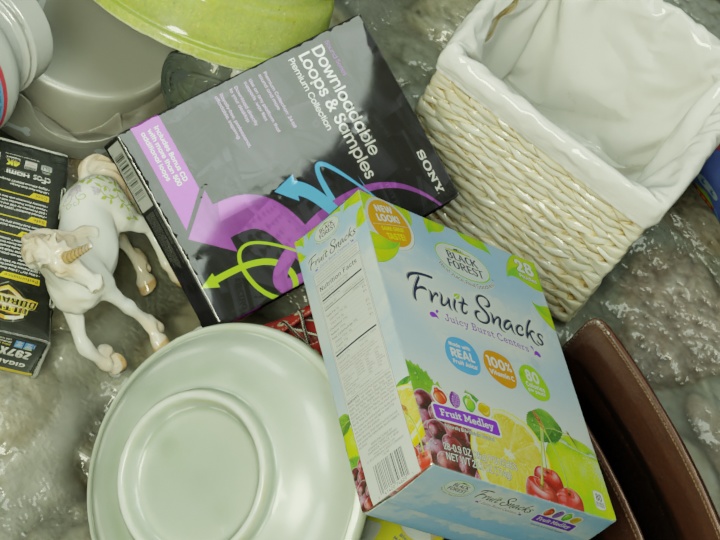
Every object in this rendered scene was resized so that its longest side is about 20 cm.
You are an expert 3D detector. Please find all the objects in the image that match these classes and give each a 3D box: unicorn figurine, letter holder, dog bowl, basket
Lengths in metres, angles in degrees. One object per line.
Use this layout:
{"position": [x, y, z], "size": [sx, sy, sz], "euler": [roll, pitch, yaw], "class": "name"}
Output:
{"position": [-0.170, -0.005, 1.661], "size": [0.138, 0.074, 0.200], "euler": [53, 13, -32], "class": "unicorn figurine"}
{"position": [0.135, 0.145, 1.679], "size": [0.100, 0.142, 0.201], "euler": [-1, 54, -43], "class": "letter holder"}
{"position": [-0.203, -0.164, 1.822], "size": [0.199, 0.059, 0.201], "euler": [14, 48, -17], "class": "dog bowl"}
{"position": [0.151, -0.106, 1.888], "size": [0.200, 0.161, 0.198], "euler": [36, 47, 4], "class": "basket"}

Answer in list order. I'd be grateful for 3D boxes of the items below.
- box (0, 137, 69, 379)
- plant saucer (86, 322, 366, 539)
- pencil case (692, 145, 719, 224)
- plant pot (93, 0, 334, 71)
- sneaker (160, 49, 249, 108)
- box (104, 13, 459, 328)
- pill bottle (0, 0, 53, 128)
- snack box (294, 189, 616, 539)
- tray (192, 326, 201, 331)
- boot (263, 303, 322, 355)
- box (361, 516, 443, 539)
{"position": [-0.294, -0.027, 1.673], "size": [0.199, 0.049, 0.160], "euler": [14, 52, -17], "class": "box"}
{"position": [-0.091, 0.128, 1.556], "size": [0.050, 0.200, 0.201], "euler": [23, 34, -60], "class": "plant saucer"}
{"position": [0.314, -0.036, 1.968], "size": [0.078, 0.087, 0.200], "euler": [-24, 67, -22], "class": "pencil case"}
{"position": [-0.079, -0.263, 1.762], "size": [0.199, 0.185, 0.201], "euler": [20, 26, -10], "class": "plant pot"}
{"position": [-0.045, -0.106, 1.790], "size": [0.199, 0.075, 0.085], "euler": [26, 32, -7], "class": "sneaker"}
{"position": [-0.049, -0.066, 1.695], "size": [0.199, 0.036, 0.143], "euler": [-29, 90, -26], "class": "box"}
{"position": [-0.289, -0.113, 1.637], "size": [0.109, 0.109, 0.200], "euler": [41, 47, 8], "class": "pill bottle"}
{"position": [0.057, 0.067, 1.572], "size": [0.168, 0.068, 0.201], "euler": [20, 42, -42], "class": "snack box"}
{"position": [-0.058, 0.130, 1.687], "size": [0.200, 0.022, 0.107], "euler": [38, 46, 5], "class": "tray"}
{"position": [-0.024, 0.031, 1.663], "size": [0.072, 0.144, 0.200], "euler": [50, 31, 21], "class": "boot"}
{"position": [-0.004, 0.150, 1.627], "size": [0.117, 0.048, 0.200], "euler": [39, 73, 2], "class": "box"}
